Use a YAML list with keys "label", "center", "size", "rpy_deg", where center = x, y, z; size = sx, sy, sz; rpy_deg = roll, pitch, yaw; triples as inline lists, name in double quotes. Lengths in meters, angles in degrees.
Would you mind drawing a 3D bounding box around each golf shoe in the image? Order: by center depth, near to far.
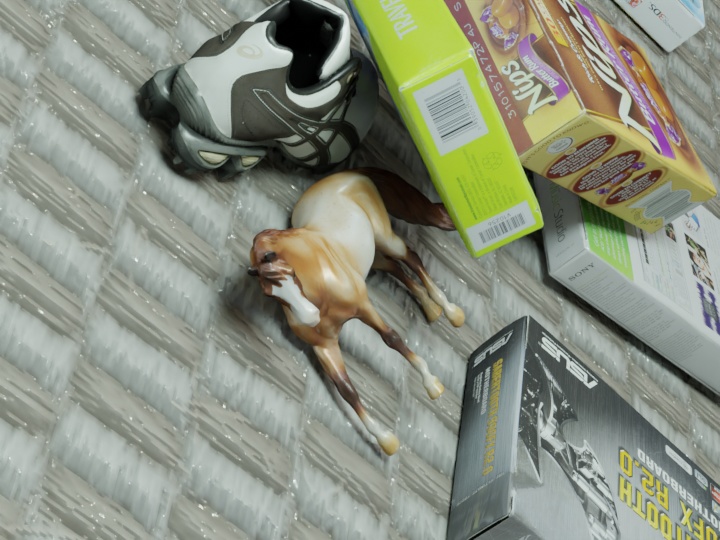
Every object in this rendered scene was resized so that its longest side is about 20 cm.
- label: "golf shoe"
  center: [-0.025, -0.101, 1.004]
  size: [0.078, 0.094, 0.200]
  rpy_deg: [55, 28, 5]

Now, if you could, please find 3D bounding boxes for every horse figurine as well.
- label: "horse figurine"
  center: [0.000, 0.000, 0.981]
  size: [0.133, 0.050, 0.200]
  rpy_deg: [50, 31, -17]

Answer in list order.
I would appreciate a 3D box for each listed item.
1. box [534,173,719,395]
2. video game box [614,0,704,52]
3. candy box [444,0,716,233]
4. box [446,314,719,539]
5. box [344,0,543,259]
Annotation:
- label: "box"
  center: [0.193, -0.011, 1.263]
  size: [0.200, 0.036, 0.145]
  rpy_deg: [35, 35, -32]
- label: "video game box"
  center: [0.211, -0.302, 1.588]
  size: [0.182, 0.047, 0.200]
  rpy_deg: [38, 34, -22]
- label: "candy box"
  center: [0.134, -0.102, 1.142]
  size: [0.200, 0.056, 0.117]
  rpy_deg: [18, 44, -56]
- label: "box"
  center: [0.135, 0.141, 1.025]
  size: [0.200, 0.048, 0.159]
  rpy_deg: [41, 32, -20]
- label: "box"
  center: [0.033, -0.113, 1.025]
  size: [0.200, 0.048, 0.122]
  rpy_deg: [-113, 177, -52]
